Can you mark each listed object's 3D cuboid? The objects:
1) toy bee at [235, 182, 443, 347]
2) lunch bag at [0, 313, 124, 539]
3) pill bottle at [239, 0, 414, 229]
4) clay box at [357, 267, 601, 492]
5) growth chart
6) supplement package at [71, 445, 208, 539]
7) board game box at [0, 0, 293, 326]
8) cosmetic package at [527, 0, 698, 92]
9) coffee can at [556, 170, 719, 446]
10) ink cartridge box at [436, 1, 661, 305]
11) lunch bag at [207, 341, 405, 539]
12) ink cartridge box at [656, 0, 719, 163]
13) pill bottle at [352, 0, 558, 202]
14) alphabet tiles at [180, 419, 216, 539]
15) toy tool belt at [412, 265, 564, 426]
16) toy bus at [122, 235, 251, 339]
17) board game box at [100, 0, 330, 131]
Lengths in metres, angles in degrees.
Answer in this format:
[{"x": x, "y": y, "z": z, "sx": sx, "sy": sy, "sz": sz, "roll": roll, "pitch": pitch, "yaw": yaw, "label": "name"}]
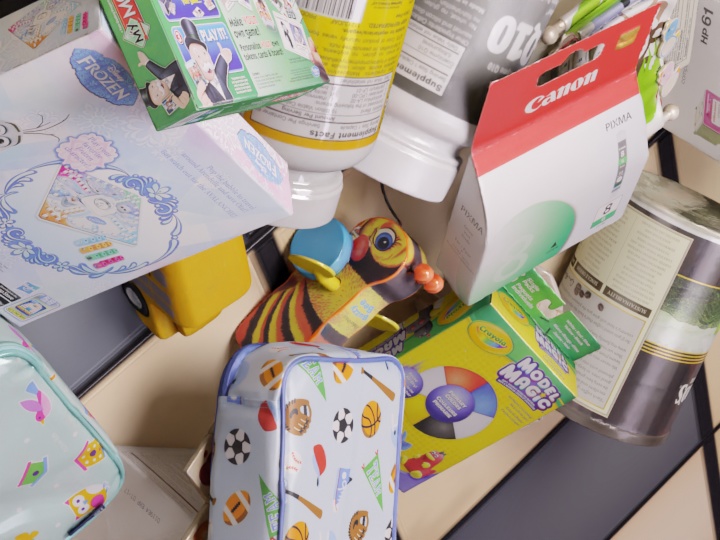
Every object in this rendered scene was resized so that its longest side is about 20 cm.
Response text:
[{"x": 0.000, "y": 0.000, "z": 1.269, "sx": 0.130, "sy": 0.108, "sz": 0.201, "roll": 7, "pitch": 113, "yaw": -48, "label": "toy bee"}, {"x": -0.247, "y": 0.124, "z": 1.109, "sx": 0.160, "sy": 0.077, "sz": 0.201, "roll": -41, "pitch": 141, "yaw": -11, "label": "lunch bag"}, {"x": -0.032, "y": -0.134, "z": 1.119, "sx": 0.112, "sy": 0.113, "sz": 0.202, "roll": -11, "pitch": 125, "yaw": -43, "label": "pill bottle"}, {"x": 0.076, "y": 0.082, "z": 1.353, "sx": 0.199, "sy": 0.048, "sz": 0.115, "roll": -32, "pitch": 118, "yaw": 26, "label": "clay box"}, {"x": 0.194, "y": -0.151, "z": 1.318, "sx": 0.144, "sy": 0.018, "sz": 0.201, "roll": -40, "pitch": 146, "yaw": -18, "label": "growth chart"}, {"x": -0.106, "y": 0.207, "z": 1.309, "sx": 0.199, "sy": 0.113, "sz": 0.110, "roll": 10, "pitch": 109, "yaw": -51, "label": "supplement package"}, {"x": -0.171, "y": -0.058, "z": 0.982, "sx": 0.197, "sy": 0.044, "sz": 0.200, "roll": -20, "pitch": 145, "yaw": 19, "label": "board game box"}, {"x": 0.168, "y": -0.174, "z": 1.346, "sx": 0.199, "sy": 0.073, "sz": 0.104, "roll": -29, "pitch": 138, "yaw": -30, "label": "cosmetic package"}, {"x": 0.244, "y": 0.030, "z": 1.533, "sx": 0.146, "sy": 0.146, "sz": 0.202, "roll": 3, "pitch": 116, "yaw": -49, "label": "coffee can"}, {"x": 0.141, "y": -0.079, "z": 1.233, "sx": 0.160, "sy": 0.050, "sz": 0.201, "roll": -28, "pitch": 155, "yaw": -27, "label": "ink cartridge box"}, {"x": -0.033, "y": 0.152, "z": 1.215, "sx": 0.160, "sy": 0.075, "sz": 0.202, "roll": 5, "pitch": 90, "yaw": -54, "label": "lunch bag"}, {"x": 0.332, "y": -0.157, "z": 1.441, "sx": 0.084, "sy": 0.200, "sz": 0.146, "roll": -23, "pitch": 134, "yaw": -30, "label": "ink cartridge box"}, {"x": 0.059, "y": -0.157, "z": 1.202, "sx": 0.113, "sy": 0.114, "sz": 0.201, "roll": 11, "pitch": 109, "yaw": -51, "label": "pill bottle"}, {"x": -0.053, "y": 0.166, "z": 1.253, "sx": 0.167, "sy": 0.006, "sz": 0.201, "roll": -57, "pitch": 134, "yaw": -30, "label": "alphabet tiles"}, {"x": 0.100, "y": 0.048, "z": 1.409, "sx": 0.123, "sy": 0.124, "sz": 0.201, "roll": -39, "pitch": 142, "yaw": -33, "label": "toy tool belt"}, {"x": -0.120, "y": -0.035, "z": 1.128, "sx": 0.065, "sy": 0.078, "sz": 0.201, "roll": -35, "pitch": 140, "yaw": -24, "label": "toy bus"}, {"x": -0.086, "y": -0.152, "z": 0.957, "sx": 0.029, "sy": 0.136, "sz": 0.200, "roll": -24, "pitch": -179, "yaw": 21, "label": "board game box"}]
